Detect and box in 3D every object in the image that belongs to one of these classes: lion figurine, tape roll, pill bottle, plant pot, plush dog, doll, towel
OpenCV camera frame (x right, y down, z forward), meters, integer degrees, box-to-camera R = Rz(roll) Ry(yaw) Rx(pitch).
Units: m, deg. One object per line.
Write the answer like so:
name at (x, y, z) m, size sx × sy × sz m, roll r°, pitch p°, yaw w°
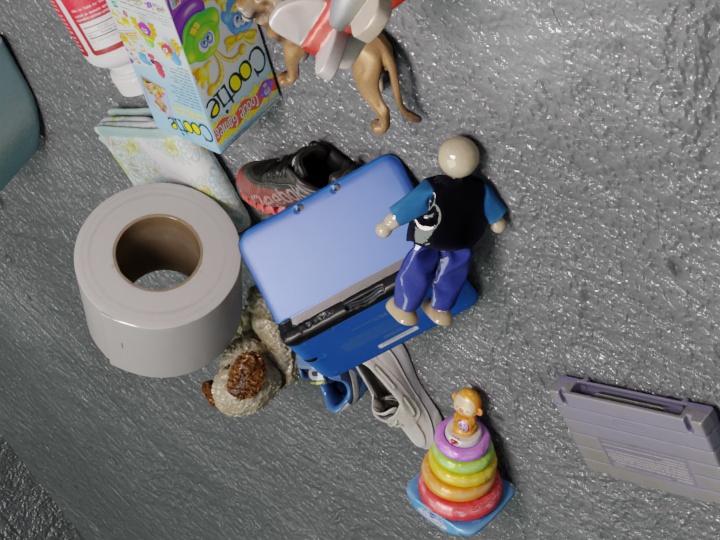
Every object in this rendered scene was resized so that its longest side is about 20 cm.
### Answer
lion figurine at (-0.025, -0.217, 1.277) m, size 0.199 × 0.073 × 0.123 m, roll 23°, pitch 141°, yaw 11°
tape roll at (-0.245, 0.012, 1.656) m, size 0.202 × 0.203 × 0.139 m, roll 36°, pitch 153°, yaw 15°
pill bottle at (-0.271, -0.293, 1.448) m, size 0.112 × 0.112 × 0.201 m, roll 11°, pitch 139°, yaw 47°
plant pot at (-0.572, -0.212, 1.916) m, size 0.195 × 0.197 × 0.200 m, roll 21°, pitch 155°, yaw 37°
plush dog at (-0.129, 0.123, 1.775) m, size 0.160 × 0.172 × 0.200 m, roll 44°, pitch 153°, yaw 0°
doll at (0.076, -0.038, 1.318) m, size 0.049 × 0.135 × 0.201 m, roll -116°, pitch 34°, yaw -51°
towel at (-0.238, -0.129, 1.712) m, size 0.199 × 0.048 × 0.172 m, roll 10°, pitch 140°, yaw 49°

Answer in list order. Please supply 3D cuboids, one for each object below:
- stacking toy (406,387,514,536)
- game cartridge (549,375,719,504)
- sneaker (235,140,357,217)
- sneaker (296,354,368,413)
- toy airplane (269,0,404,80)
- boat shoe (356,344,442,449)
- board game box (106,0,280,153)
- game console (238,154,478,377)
stacking toy at (0.127, 0.220, 1.658) m, size 0.116 × 0.110 × 0.201 m, roll 32°, pitch 140°, yaw 29°
game cartridge at (0.301, 0.177, 1.407) m, size 0.199 × 0.038 × 0.130 m, roll 9°, pitch 141°, yaw 49°
sneaker at (-0.066, -0.102, 1.481) m, size 0.200 × 0.071 × 0.098 m, roll 18°, pitch 144°, yaw 39°
sneaker at (-0.045, 0.096, 1.715) m, size 0.074 × 0.082 × 0.201 m, roll 3°, pitch 132°, yaw 45°
toy airplane at (0.004, -0.246, 1.032) m, size 0.141 × 0.200 × 0.199 m, roll 47°, pitch 157°, yaw -29°
boat shoe at (0.045, 0.164, 1.708) m, size 0.072 × 0.066 × 0.201 m, roll 18°, pitch 143°, yaw 41°
board game box at (-0.174, -0.240, 1.396) m, size 0.104 × 0.103 × 0.201 m, roll 24°, pitch 147°, yaw 34°
game console at (0.000, 0.000, 1.444) m, size 0.171 × 0.199 × 0.119 m, roll 46°, pitch -160°, yaw -55°
